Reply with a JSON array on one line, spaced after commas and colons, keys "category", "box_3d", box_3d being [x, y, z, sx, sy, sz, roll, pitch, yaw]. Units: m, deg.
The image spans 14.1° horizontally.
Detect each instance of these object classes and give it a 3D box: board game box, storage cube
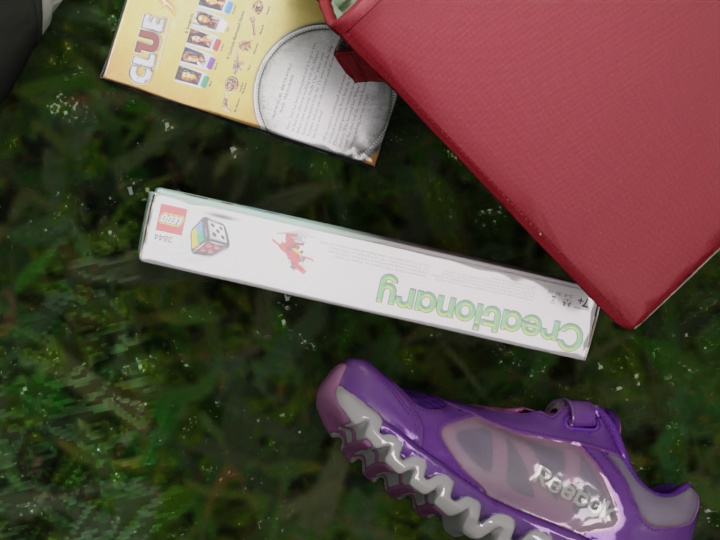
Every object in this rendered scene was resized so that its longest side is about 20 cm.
[{"category": "board game box", "box_3d": [-0.027, -0.162, 1.339, 0.135, 0.035, 0.200, 18, 91, -5]}, {"category": "storage cube", "box_3d": [0.103, -0.113, 1.221, 0.200, 0.171, 0.180, -43, 104, 4]}, {"category": "board game box", "box_3d": [0.000, 0.000, 1.301, 0.199, 0.126, 0.035, 13, 91, -4]}]

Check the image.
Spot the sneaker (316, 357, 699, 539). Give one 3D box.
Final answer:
[{"category": "sneaker", "box_3d": [0.074, 0.090, 1.340, 0.200, 0.080, 0.089, 33, 83, -10]}]

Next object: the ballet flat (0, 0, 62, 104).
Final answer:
[{"category": "ballet flat", "box_3d": [-0.155, -0.169, 1.315, 0.068, 0.068, 0.201, -3, 93, -13]}]
